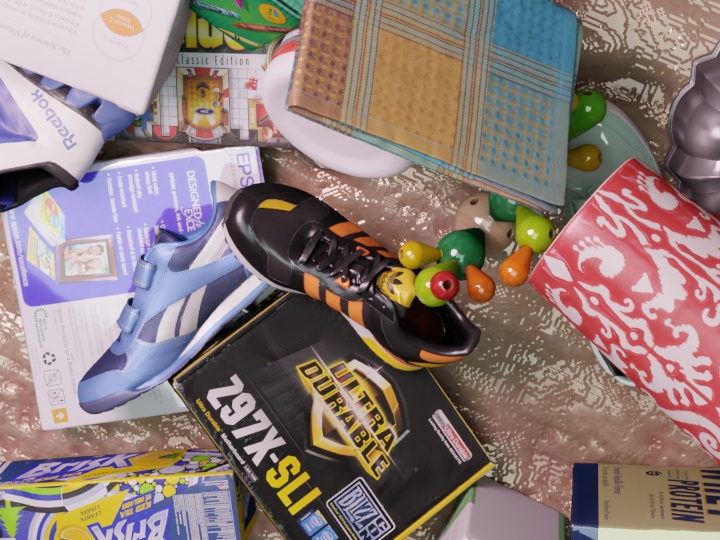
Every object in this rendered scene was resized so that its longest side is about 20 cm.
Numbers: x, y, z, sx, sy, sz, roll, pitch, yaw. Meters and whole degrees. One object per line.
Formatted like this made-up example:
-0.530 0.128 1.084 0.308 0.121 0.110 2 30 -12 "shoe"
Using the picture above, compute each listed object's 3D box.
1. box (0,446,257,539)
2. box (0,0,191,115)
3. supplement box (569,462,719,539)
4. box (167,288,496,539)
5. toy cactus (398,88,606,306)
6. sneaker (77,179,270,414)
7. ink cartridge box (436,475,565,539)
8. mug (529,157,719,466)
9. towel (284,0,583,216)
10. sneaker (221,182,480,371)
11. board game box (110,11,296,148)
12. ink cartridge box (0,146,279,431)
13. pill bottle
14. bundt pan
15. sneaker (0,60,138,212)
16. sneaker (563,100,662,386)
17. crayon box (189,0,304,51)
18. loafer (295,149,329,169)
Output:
-0.184 0.178 1.448 0.199 0.070 0.065 -4 102 8 "box"
-0.177 -0.232 1.275 0.152 0.106 0.201 21 112 -2 "box"
0.251 0.256 1.380 0.199 0.134 0.201 1 104 7 "supplement box"
-0.022 0.109 1.388 0.159 0.049 0.200 -36 102 -7 "box"
0.089 -0.046 1.307 0.102 0.165 0.201 31 70 -4 "toy cactus"
-0.137 0.019 1.361 0.200 0.074 0.082 -44 103 0 "sneaker"
0.073 0.270 1.400 0.087 0.145 0.201 26 104 -2 "ink cartridge box"
0.223 0.030 1.242 0.200 0.177 0.134 41 106 9 "mug"
0.050 -0.132 1.195 0.199 0.022 0.147 19 68 -25 "towel"
0.000 0.000 1.308 0.200 0.090 0.070 36 70 -23 "sneaker"
-0.107 -0.142 1.361 0.199 0.023 0.105 3 100 21 "board game box"
-0.156 0.011 1.416 0.199 0.043 0.199 -7 103 4 "ink cartridge box"
0.025 -0.170 1.269 0.115 0.116 0.201 28 63 -1 "pill bottle"
0.313 -0.081 1.323 0.201 0.076 0.203 2 103 7 "bundt pan"
-0.269 -0.109 1.352 0.199 0.081 0.116 23 77 12 "sneaker"
0.183 -0.018 1.331 0.073 0.118 0.201 -13 100 11 "sneaker"
-0.025 -0.248 1.252 0.058 0.119 0.201 35 75 -15 "crayon box"
0.040 -0.126 1.347 0.199 0.070 0.075 -24 100 12 "loafer"
